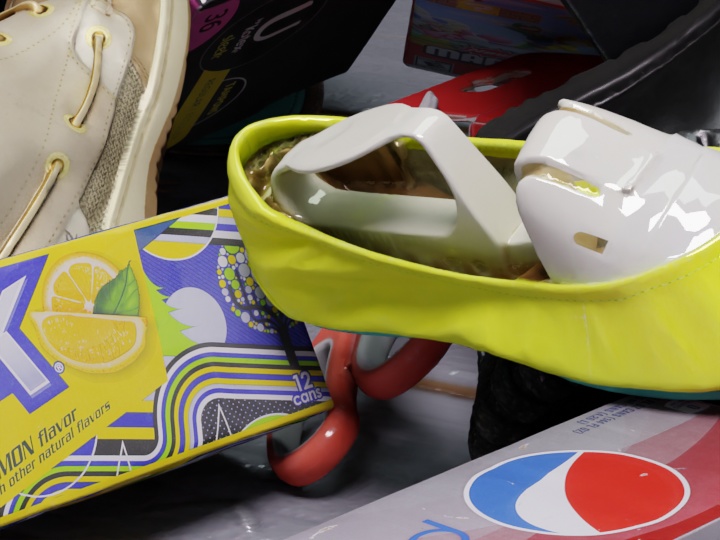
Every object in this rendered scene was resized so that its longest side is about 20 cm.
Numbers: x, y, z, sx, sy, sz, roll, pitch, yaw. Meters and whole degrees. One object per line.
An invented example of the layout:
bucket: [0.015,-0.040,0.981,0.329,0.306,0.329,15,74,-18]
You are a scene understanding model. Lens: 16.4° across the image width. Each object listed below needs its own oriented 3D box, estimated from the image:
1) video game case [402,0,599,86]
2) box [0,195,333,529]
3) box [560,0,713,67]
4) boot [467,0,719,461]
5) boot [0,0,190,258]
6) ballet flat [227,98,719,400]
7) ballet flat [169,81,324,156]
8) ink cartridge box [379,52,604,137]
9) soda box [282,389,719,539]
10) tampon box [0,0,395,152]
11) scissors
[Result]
video game case: [0.090,-0.089,0.981,0.143,0.017,0.200,13,-5,0]
box: [-0.108,0.037,0.666,0.200,0.070,0.064,-18,-2,-40]
box: [0.114,-0.198,0.796,0.198,0.123,0.200,-29,50,10]
boot: [0.121,-0.019,0.706,0.211,0.079,0.158,-33,24,15]
boot: [-0.136,-0.064,0.766,0.155,0.200,0.073,25,-35,-32]
ballet flat: [0.042,-0.012,0.628,0.200,0.067,0.067,6,45,42]
ballet flat: [-0.097,-0.085,1.092,0.200,0.068,0.067,7,3,24]
ink cartridge box: [0.117,-0.028,0.875,0.200,0.067,0.116,9,20,32]
soda box: [0.025,0.086,0.535,0.200,0.063,0.070,-19,23,-41]
tampon box: [-0.082,-0.165,0.947,0.126,0.200,0.150,-27,-12,-27]
scissors: [0.000,0.000,0.787,0.073,0.014,0.200,-44,19,18]
